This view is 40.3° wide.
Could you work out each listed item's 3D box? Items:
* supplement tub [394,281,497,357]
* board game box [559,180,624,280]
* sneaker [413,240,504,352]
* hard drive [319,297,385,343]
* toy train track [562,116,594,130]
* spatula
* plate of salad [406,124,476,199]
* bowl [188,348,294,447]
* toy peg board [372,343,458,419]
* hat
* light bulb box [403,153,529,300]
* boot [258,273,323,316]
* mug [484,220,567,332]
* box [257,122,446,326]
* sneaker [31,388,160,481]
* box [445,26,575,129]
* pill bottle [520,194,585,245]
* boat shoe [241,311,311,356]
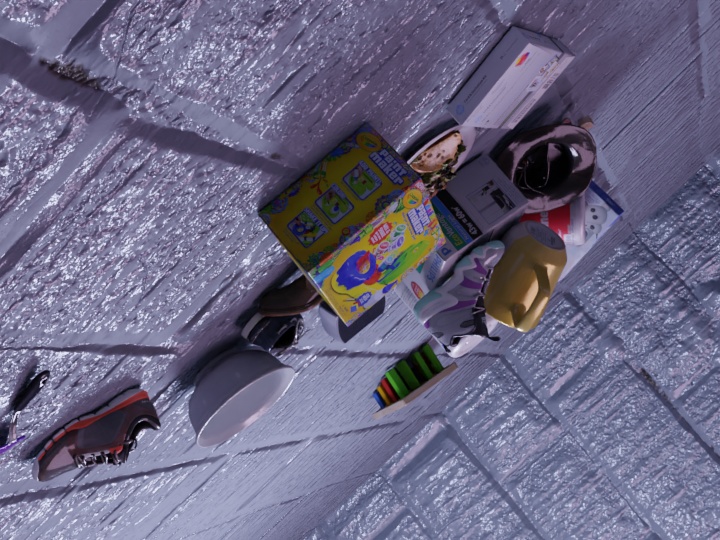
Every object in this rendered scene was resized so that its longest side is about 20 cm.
[{"bbox_3d":[0.164,0.056,1.908,0.132,0.200,0.132,-36,163,-13],"label":"supplement tub"},{"bbox_3d":[0.392,-0.116,1.976,0.043,0.200,0.199,-26,159,-53],"label":"board game box"},{"bbox_3d":[0.199,0.057,1.659,0.200,0.140,0.078,-46,160,20],"label":"sneaker"},{"bbox_3d":[-0.010,0.072,1.838,0.135,0.042,0.200,-38,163,-9],"label":"hard drive"},{"bbox_3d":[0.353,-0.231,1.870,0.200,0.032,0.115,-38,-152,25],"label":"toy train track"},{"bbox_3d":[-0.435,0.188,1.242,0.056,0.021,0.200,-27,157,-55],"label":"spatula"},{"bbox_3d":[0.113,-0.151,1.551,0.199,0.048,0.200,-38,163,-14],"label":"plate of salad"},{"bbox_3d":[-0.212,0.193,1.619,0.200,0.091,0.201,-36,162,-13],"label":"bowl"},{"bbox_3d":[0.124,0.290,2.624,0.199,0.098,0.199,-30,176,-29],"label":"toy peg board"},{"bbox_3d":[0.327,-0.199,1.793,0.198,0.081,0.202,-7,125,-10],"label":"hat"},{"bbox_3d":[0.167,-0.067,1.739,0.199,0.125,0.199,-33,162,-21],"label":"light bulb box"},{"bbox_3d":[-0.076,-0.001,1.509,0.198,0.075,0.098,-20,118,1],"label":"boot"},{"bbox_3d":[0.294,0.010,1.708,0.148,0.187,0.154,1,130,-41],"label":"mug"},{"bbox_3d":[-0.005,-0.058,1.349,0.192,0.122,0.200,-41,153,-3],"label":"box"},{"bbox_3d":[-0.377,0.252,1.420,0.199,0.082,0.077,-35,162,-21],"label":"sneaker"},{"bbox_3d":[0.230,-0.285,1.484,0.156,0.041,0.199,-50,162,26],"label":"box"},{"bbox_3d":[0.331,-0.102,1.890,0.198,0.114,0.112,-2,170,14],"label":"pill bottle"},{"bbox_3d":[-0.129,0.100,1.606,0.075,0.062,0.200,-49,168,5],"label":"boat shoe"}]
